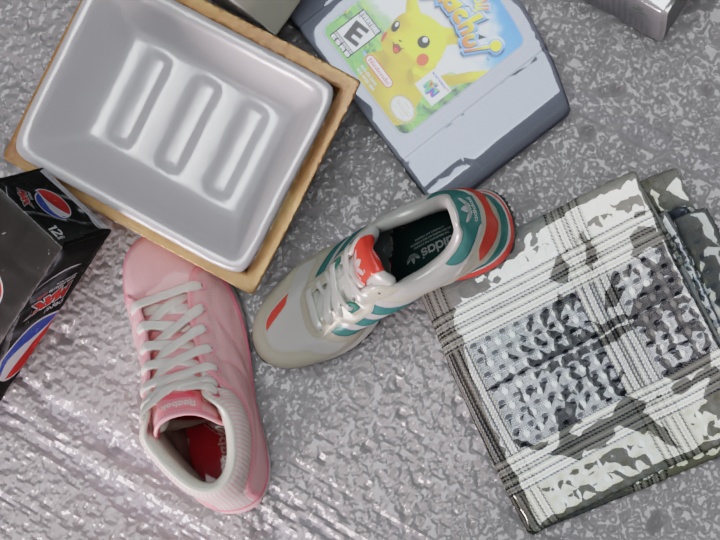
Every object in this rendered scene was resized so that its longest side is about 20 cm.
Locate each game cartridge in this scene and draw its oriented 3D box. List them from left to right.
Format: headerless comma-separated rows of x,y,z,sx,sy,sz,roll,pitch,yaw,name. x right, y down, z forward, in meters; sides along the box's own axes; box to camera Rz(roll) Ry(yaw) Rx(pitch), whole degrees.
0.045,-0.156,1.303,0.133,0.040,0.200,-37,80,-1,game cartridge

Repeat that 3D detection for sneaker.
-0.113,0.062,1.264,0.075,0.105,0.201,-19,80,7,sneaker
0.001,0.000,1.244,0.199,0.093,0.071,-27,74,19,sneaker

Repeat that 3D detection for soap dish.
-0.117,-0.099,1.289,0.199,0.081,0.158,28,94,11,soap dish

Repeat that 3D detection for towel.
0.160,0.050,1.261,0.199,0.035,0.194,-25,80,4,towel

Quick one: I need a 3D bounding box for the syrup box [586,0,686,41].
0.136,-0.242,1.276,0.199,0.081,0.079,32,87,9,syrup box

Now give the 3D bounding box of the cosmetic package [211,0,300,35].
-0.044,-0.268,1.287,0.200,0.073,0.103,-55,36,1,cosmetic package

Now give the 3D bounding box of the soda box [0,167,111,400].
-0.251,0.031,1.271,0.071,0.063,0.200,42,115,11,soda box
